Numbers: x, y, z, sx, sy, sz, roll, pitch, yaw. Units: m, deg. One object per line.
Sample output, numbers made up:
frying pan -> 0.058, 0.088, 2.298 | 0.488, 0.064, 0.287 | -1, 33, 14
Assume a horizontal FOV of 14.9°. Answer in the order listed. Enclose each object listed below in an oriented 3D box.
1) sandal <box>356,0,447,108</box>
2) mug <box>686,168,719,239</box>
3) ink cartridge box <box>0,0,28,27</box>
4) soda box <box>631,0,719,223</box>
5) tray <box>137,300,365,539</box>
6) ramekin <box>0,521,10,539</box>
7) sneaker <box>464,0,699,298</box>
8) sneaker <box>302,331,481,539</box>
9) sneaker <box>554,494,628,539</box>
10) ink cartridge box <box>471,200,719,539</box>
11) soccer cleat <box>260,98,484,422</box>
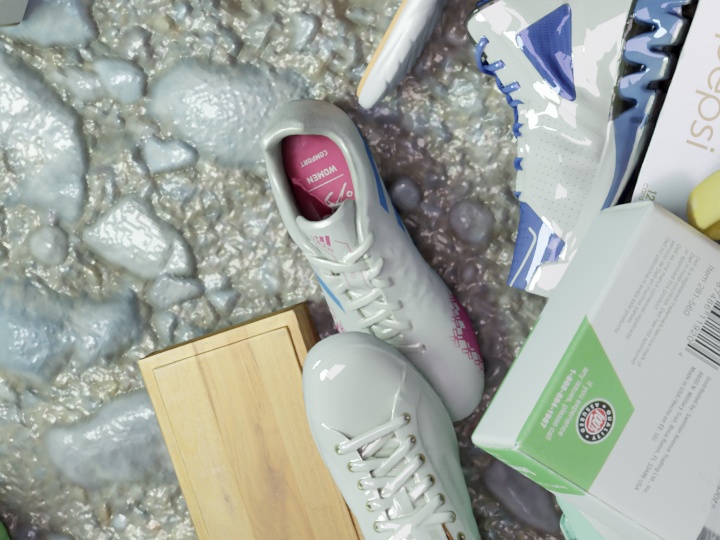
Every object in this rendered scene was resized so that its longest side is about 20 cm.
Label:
sandal -> 0.036, -0.185, 1.485 | 0.059, 0.079, 0.207 | 32, 105, 4
mug -> 0.275, -0.046, 1.395 | 0.186, 0.153, 0.150 | 30, 77, -5
ink cartridge box -> -0.267, -0.234, 1.541 | 0.199, 0.084, 0.145 | 22, 101, 9
soda box -> 0.209, -0.121, 1.464 | 0.068, 0.064, 0.201 | 20, 102, 8
tray -> -0.047, 0.129, 1.567 | 0.098, 0.037, 0.201 | -18, 94, 14
ramekin -> -0.290, 0.199, 1.596 | 0.199, 0.098, 0.201 | 2, 98, 12
sneaker -> 0.103, -0.092, 1.489 | 0.115, 0.081, 0.200 | 21, 95, 12
sneaker -> 0.031, 0.126, 1.494 | 0.073, 0.085, 0.201 | -27, 113, 0
sneaker -> 0.125, 0.159, 1.502 | 0.201, 0.074, 0.118 | 50, 128, 2
ink cartridge box -> 0.182, 0.079, 1.412 | 0.199, 0.084, 0.147 | 33, 81, -12
soccer cleat -> 0.000, 0.000, 1.513 | 0.070, 0.086, 0.201 | -29, 91, 14
